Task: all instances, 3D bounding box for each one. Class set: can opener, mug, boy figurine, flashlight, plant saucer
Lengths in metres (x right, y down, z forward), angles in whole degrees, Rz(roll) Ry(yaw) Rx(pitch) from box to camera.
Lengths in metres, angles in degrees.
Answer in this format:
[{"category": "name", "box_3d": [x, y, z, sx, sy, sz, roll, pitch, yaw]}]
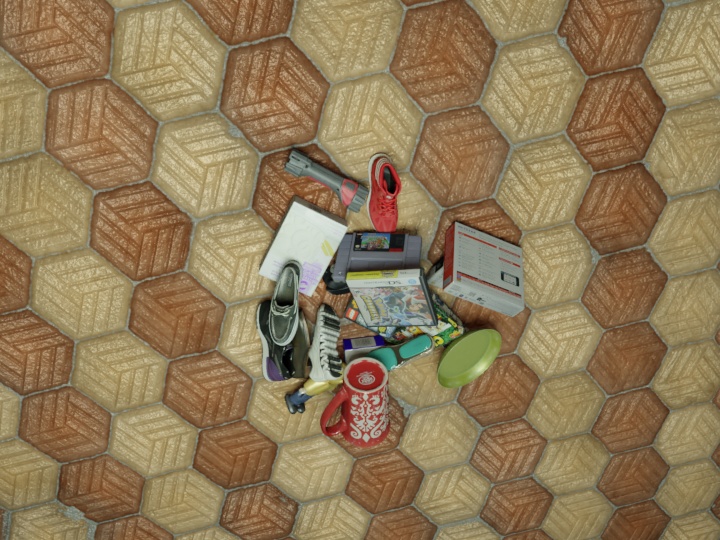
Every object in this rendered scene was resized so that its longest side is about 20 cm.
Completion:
[{"category": "can opener", "box_3d": [0.000, 0.000, 1.389, 0.198, 0.064, 0.079, -20, 152, 14]}, {"category": "mug", "box_3d": [0.000, 0.331, 1.401, 0.133, 0.177, 0.201, 27, 137, 27]}, {"category": "boy figurine", "box_3d": [-0.101, 0.305, 1.505, 0.199, 0.065, 0.124, -33, 155, 22]}, {"category": "flashlight", "box_3d": [-0.079, -0.204, 1.319, 0.199, 0.068, 0.068, 26, 106, -12]}, {"category": "plant saucer", "box_3d": [0.272, 0.219, 1.473, 0.199, 0.031, 0.201, -19, 133, -21]}]

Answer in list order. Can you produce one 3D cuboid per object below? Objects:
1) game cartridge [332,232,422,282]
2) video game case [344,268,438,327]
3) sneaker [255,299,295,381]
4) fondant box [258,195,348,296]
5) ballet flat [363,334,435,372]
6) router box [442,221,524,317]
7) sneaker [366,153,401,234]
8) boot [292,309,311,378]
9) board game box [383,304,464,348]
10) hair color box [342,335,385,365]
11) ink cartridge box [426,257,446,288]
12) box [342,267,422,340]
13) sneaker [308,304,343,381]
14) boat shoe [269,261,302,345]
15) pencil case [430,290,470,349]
[{"category": "game cartridge", "box_3d": [0.041, -0.030, 1.347, 0.198, 0.131, 0.038, 2, 152, 12]}, {"category": "video game case", "box_3d": [0.076, 0.069, 1.337, 0.179, 0.026, 0.201, -3, 141, 18]}, {"category": "sneaker", "box_3d": [-0.196, 0.169, 1.414, 0.087, 0.075, 0.202, -11, 86, 38]}, {"category": "fondant box", "box_3d": [-0.138, -0.056, 1.375, 0.143, 0.058, 0.201, 24, 109, -16]}, {"category": "ballet flat", "box_3d": [0.099, 0.220, 1.451, 0.198, 0.069, 0.067, -19, 153, 14]}, {"category": "router box", "box_3d": [0.299, -0.003, 1.390, 0.198, 0.181, 0.049, 20, 144, -15]}, {"category": "sneaker", "box_3d": [0.055, -0.158, 1.323, 0.078, 0.116, 0.202, -12, 114, -2]}, {"category": "boot", "box_3d": [-0.176, 0.196, 1.468, 0.096, 0.075, 0.202, -6, 115, -8]}, {"category": "board game box", "box_3d": [0.158, 0.161, 1.463, 0.104, 0.024, 0.200, 37, 137, -15]}, {"category": "hair color box", "box_3d": [0.015, 0.277, 1.533, 0.108, 0.065, 0.202, -6, 112, -5]}, {"category": "ink cartridge box", "box_3d": [0.273, 0.031, 1.449, 0.199, 0.037, 0.095, 21, 149, -14]}, {"category": "box", "box_3d": [0.057, 0.057, 1.439, 0.136, 0.040, 0.201, 25, 109, 1]}, {"category": "sneaker", "box_3d": [-0.095, 0.178, 1.422, 0.081, 0.202, 0.075, -26, 141, 33]}, {"category": "boat shoe", "box_3d": [-0.181, 0.079, 1.335, 0.071, 0.071, 0.202, 9, 97, 9]}, {"category": "pencil case", "box_3d": [0.207, 0.137, 1.489, 0.089, 0.078, 0.200, -40, 112, 9]}]
